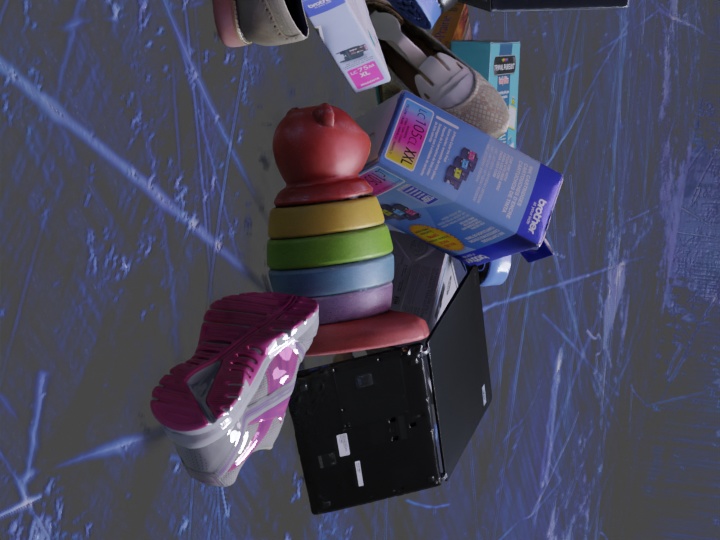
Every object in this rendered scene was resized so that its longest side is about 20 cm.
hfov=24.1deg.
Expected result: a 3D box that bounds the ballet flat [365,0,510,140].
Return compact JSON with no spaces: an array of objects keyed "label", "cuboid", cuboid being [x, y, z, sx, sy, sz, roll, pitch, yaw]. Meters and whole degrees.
[{"label":"ballet flat","cuboid":[0.055,-0.181,1.522,0.067,0.200,0.062,-46,144,-1]}]

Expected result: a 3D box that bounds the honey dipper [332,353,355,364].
[{"label":"honey dipper","cuboid":[0.000,0.000,1.599,0.038,0.038,0.201,41,60,-69]}]

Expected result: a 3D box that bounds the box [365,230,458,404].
[{"label":"box","cuboid":[0.054,0.050,1.673,0.200,0.060,0.117,71,33,-70]}]

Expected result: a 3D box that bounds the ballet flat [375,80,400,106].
[{"label":"ballet flat","cuboid":[0.055,-0.137,1.677,0.071,0.070,0.201,-59,149,-54]}]

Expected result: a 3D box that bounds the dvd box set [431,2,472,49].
[{"label":"dvd box set","cuboid":[0.090,-0.175,1.832,0.147,0.029,0.201,77,25,-45]}]

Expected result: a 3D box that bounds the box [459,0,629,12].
[{"label":"box","cuboid":[0.173,-0.328,1.728,0.200,0.148,0.108,-137,-135,-71]}]

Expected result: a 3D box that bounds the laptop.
[{"label":"laptop","cuboid":[0.031,0.110,1.553,0.103,0.199,0.178,-108,-173,-52]}]

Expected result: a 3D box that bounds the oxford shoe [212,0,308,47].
[{"label":"oxford shoe","cuboid":[-0.069,-0.264,1.239,0.071,0.073,0.201,-47,138,-61]}]

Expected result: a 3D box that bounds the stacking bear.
[{"label":"stacking bear","cuboid":[-0.025,-0.037,1.390,0.121,0.113,0.201,-177,-101,-67]}]

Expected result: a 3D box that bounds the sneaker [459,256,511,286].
[{"label":"sneaker","cuboid":[0.081,-0.077,1.609,0.078,0.070,0.201,-14,85,-29]}]

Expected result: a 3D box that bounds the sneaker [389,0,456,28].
[{"label":"sneaker","cuboid":[0.030,-0.301,1.438,0.078,0.070,0.200,-50,132,-13]}]

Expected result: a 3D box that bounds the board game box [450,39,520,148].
[{"label":"board game box","cuboid":[0.133,-0.150,1.844,0.151,0.047,0.201,-24,116,-71]}]

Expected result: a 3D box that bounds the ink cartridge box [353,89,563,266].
[{"label":"ink cartridge box","cuboid":[0.085,-0.071,1.498,0.136,0.199,0.077,-20,-133,67]}]

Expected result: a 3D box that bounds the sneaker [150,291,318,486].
[{"label":"sneaker","cuboid":[-0.091,0.087,1.272,0.200,0.081,0.089,-50,143,-48]}]

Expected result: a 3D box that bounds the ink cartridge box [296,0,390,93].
[{"label":"ink cartridge box","cuboid":[-0.031,-0.237,1.352,0.200,0.042,0.120,56,15,-66]}]
